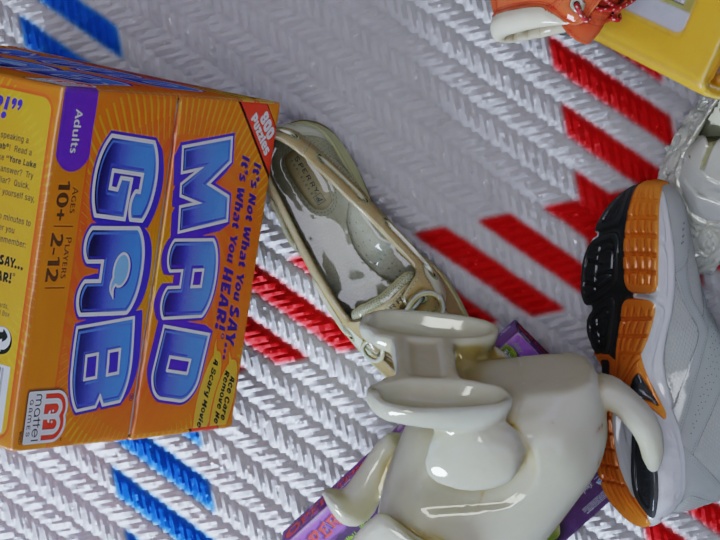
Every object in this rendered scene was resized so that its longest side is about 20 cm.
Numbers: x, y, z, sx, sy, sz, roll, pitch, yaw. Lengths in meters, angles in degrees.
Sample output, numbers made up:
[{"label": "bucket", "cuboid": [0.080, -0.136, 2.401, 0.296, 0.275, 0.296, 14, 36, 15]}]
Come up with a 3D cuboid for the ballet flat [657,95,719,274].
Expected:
[{"label": "ballet flat", "cuboid": [0.225, -0.090, 1.424, 0.071, 0.072, 0.201, 29, 101, 9]}]

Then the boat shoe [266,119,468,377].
[{"label": "boat shoe", "cuboid": [0.002, -0.002, 1.484, 0.073, 0.063, 0.201, -31, 88, 14]}]

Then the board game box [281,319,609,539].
[{"label": "board game box", "cuboid": [0.063, 0.139, 1.484, 0.200, 0.032, 0.120, -42, 107, 13]}]

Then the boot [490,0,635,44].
[{"label": "boot", "cuboid": [0.138, -0.175, 1.275, 0.199, 0.075, 0.108, -8, 82, 47]}]

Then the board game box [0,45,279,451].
[{"label": "board game box", "cuboid": [-0.196, -0.021, 1.431, 0.199, 0.199, 0.201, 14, 99, 33]}]

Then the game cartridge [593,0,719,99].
[{"label": "game cartridge", "cuboid": [0.153, -0.210, 1.327, 0.199, 0.032, 0.177, 31, 103, 38]}]

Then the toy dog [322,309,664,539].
[{"label": "toy dog", "cuboid": [0.067, 0.139, 1.412, 0.192, 0.140, 0.201, 1, 113, -13]}]

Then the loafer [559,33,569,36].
[{"label": "loafer", "cuboid": [0.089, -0.231, 1.440, 0.070, 0.070, 0.201, -32, 87, 14]}]

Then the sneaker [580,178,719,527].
[{"label": "sneaker", "cuboid": [0.187, 0.045, 1.441, 0.091, 0.076, 0.202, -6, 98, -30]}]
